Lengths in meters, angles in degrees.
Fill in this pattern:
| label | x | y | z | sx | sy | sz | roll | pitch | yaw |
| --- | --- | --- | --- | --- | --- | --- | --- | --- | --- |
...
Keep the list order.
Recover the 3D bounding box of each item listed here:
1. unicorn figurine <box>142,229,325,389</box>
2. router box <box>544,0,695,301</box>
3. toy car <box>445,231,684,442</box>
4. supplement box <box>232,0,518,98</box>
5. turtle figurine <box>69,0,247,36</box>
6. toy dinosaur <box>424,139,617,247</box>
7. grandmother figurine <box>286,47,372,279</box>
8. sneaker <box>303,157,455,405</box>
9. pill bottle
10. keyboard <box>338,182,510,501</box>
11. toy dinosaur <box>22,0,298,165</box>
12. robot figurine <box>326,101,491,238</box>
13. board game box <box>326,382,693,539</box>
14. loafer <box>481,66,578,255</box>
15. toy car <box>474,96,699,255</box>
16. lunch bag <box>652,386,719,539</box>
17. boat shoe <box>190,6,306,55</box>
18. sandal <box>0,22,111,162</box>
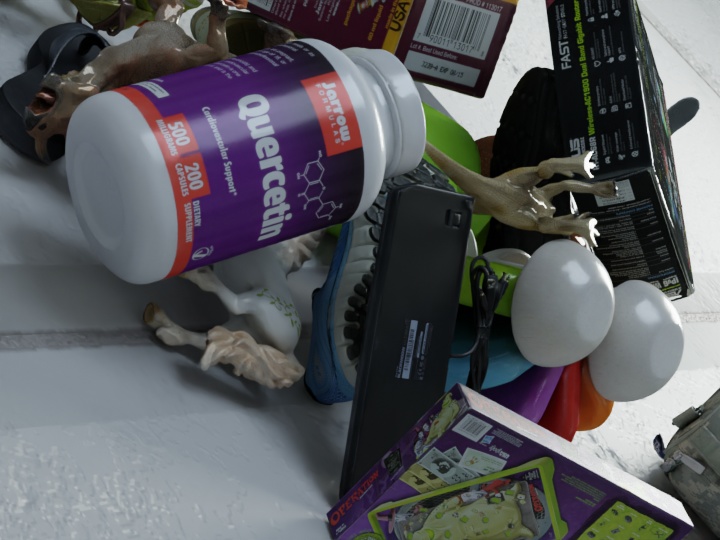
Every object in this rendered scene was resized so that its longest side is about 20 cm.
| label | x | y | z | sx | sy | sz | roll | pitch | yaw |
| --- | --- | --- | --- | --- | --- | --- | --- | --- | --- |
| unicorn figurine | -0.071 | -0.007 | 1.566 | 0.137 | 0.074 | 0.201 | 18 | 56 | -31 |
| router box | 0.181 | -0.096 | 1.780 | 0.150 | 0.062 | 0.201 | 62 | 20 | -50 |
| toy car | 0.102 | 0.055 | 1.702 | 0.175 | 0.151 | 0.200 | 15 | -7 | 42 |
| supplement box | 0.004 | -0.203 | 1.867 | 0.110 | 0.086 | 0.200 | 11 | 13 | -46 |
| turtle figurine | -0.187 | -0.197 | 1.762 | 0.161 | 0.065 | 0.200 | 12 | 7 | -43 |
| toy dinosaur | 0.099 | -0.044 | 1.598 | 0.200 | 0.101 | 0.059 | 23 | 68 | -63 |
| grandmother figurine | -0.036 | -0.078 | 1.687 | 0.121 | 0.060 | 0.200 | 45 | 54 | -16 |
| sneaker | 0.000 | 0.000 | 1.622 | 0.078 | 0.090 | 0.201 | 33 | 50 | -20 |
| pill bottle | -0.065 | -0.069 | 1.483 | 0.199 | 0.113 | 0.113 | -18 | 55 | -27 |
| keyboard | 0.040 | 0.049 | 1.546 | 0.021 | 0.201 | 0.127 | 10 | -1 | 42 |
| toy dinosaur | -0.108 | -0.104 | 1.572 | 0.199 | 0.136 | 0.086 | 23 | 6 | -21 |
| robot figurine | 0.005 | -0.077 | 1.819 | 0.200 | 0.116 | 0.176 | 28 | 23 | -34 |
| board game box | 0.091 | 0.149 | 1.509 | 0.200 | 0.120 | 0.032 | 30 | 21 | -35 |
| loafer | 0.133 | -0.049 | 1.865 | 0.070 | 0.202 | 0.068 | 2 | 12 | -22 |
| toy car | 0.162 | -0.085 | 1.963 | 0.164 | 0.200 | 0.158 | 27 | 24 | -39 |
| lunch bag | 0.325 | 0.163 | 1.906 | 0.200 | 0.139 | 0.168 | 45 | 19 | 8 |
| boat shoe | -0.041 | -0.153 | 1.966 | 0.200 | 0.073 | 0.063 | 18 | 16 | -32 |
| sandal | -0.185 | -0.121 | 1.649 | 0.076 | 0.043 | 0.200 | 40 | 20 | -9 |
